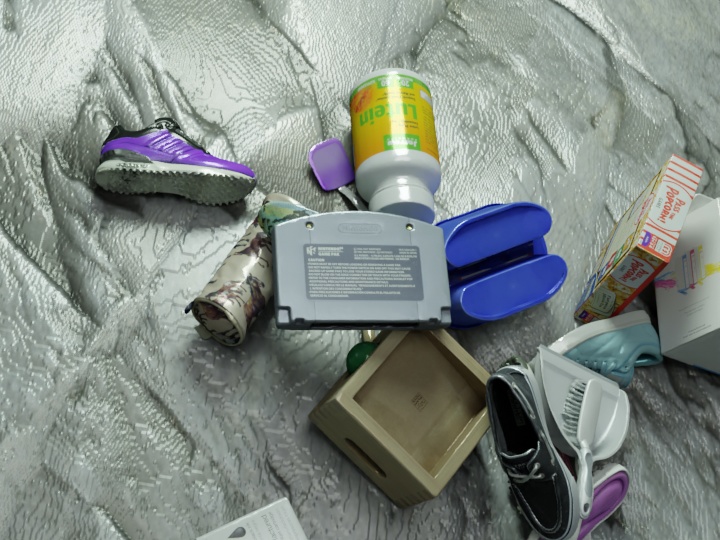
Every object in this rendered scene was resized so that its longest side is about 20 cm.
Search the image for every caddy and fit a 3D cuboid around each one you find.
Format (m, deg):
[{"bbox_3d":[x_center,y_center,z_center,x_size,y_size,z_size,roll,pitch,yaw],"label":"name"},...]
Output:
[{"bbox_3d":[0.161,-0.008,1.455,0.199,0.105,0.142,-19,93,-22],"label":"caddy"}]

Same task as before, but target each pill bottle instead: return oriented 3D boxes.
[{"bbox_3d":[0.046,-0.150,1.485,0.110,0.111,0.201,2,59,-12],"label":"pill bottle"}]

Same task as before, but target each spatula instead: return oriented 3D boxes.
[{"bbox_3d":[-0.003,-0.083,1.497,0.056,0.021,0.201,-24,72,-27],"label":"spatula"}]

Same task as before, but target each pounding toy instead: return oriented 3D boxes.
[{"bbox_3d":[0.042,0.139,1.348,0.200,0.142,0.184,44,62,-2],"label":"pounding toy"}]

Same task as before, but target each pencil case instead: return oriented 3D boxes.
[{"bbox_3d":[-0.129,-0.004,1.391,0.078,0.089,0.201,51,53,-27],"label":"pencil case"}]

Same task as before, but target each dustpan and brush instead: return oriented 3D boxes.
[{"bbox_3d":[0.256,0.193,1.333,0.139,0.057,0.201,26,62,-22],"label":"dustpan and brush"}]

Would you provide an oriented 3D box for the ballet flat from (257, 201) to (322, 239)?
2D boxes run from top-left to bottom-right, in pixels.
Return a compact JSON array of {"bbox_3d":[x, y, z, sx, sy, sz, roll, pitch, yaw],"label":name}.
[{"bbox_3d":[-0.033,-0.016,1.334,0.199,0.074,0.075,24,61,-3],"label":"ballet flat"}]

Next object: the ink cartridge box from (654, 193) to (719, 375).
[{"bbox_3d":[0.467,0.013,1.486,0.128,0.125,0.201,19,58,-28],"label":"ink cartridge box"}]

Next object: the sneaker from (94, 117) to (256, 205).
[{"bbox_3d":[-0.227,-0.146,1.448,0.199,0.070,0.100,7,60,-11],"label":"sneaker"}]

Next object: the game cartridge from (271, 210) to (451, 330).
[{"bbox_3d":[0.000,0.000,1.290,0.198,0.042,0.134,1,65,-14],"label":"game cartridge"}]

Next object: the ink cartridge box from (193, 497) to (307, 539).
[{"bbox_3d":[-0.140,0.351,1.209,0.199,0.084,0.146,-21,71,-22],"label":"ink cartridge box"}]

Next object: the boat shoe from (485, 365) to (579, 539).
[{"bbox_3d":[0.183,0.204,1.261,0.068,0.071,0.201,-10,85,-62],"label":"boat shoe"}]

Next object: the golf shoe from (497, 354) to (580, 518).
[{"bbox_3d":[0.214,0.200,1.387,0.088,0.077,0.201,-1,70,-28],"label":"golf shoe"}]

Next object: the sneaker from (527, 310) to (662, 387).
[{"bbox_3d":[0.301,0.111,1.437,0.199,0.074,0.082,-17,66,-25],"label":"sneaker"}]

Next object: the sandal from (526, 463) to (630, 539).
[{"bbox_3d":[0.247,0.300,1.316,0.203,0.083,0.050,-46,38,-18],"label":"sandal"}]

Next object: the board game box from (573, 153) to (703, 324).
[{"bbox_3d":[0.347,-0.031,1.454,0.046,0.200,0.152,28,61,2],"label":"board game box"}]
